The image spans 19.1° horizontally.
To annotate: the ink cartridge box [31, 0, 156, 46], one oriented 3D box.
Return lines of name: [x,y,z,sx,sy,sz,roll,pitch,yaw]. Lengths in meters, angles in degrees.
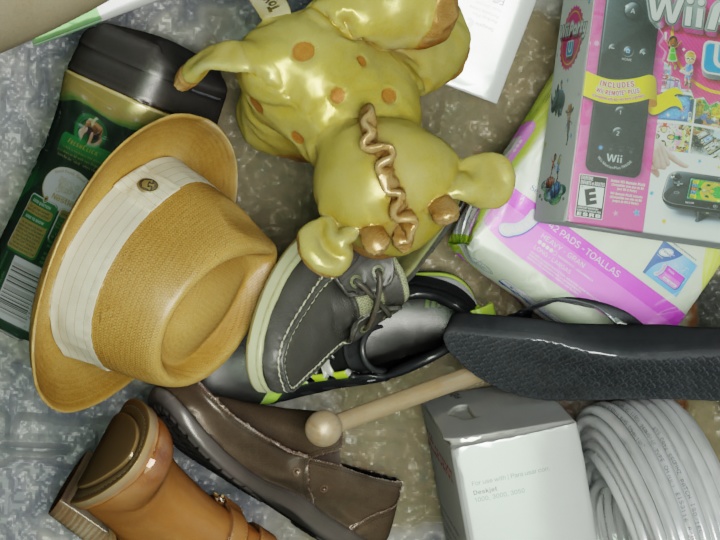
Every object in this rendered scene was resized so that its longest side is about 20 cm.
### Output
ink cartridge box: [-0.131,-0.240,1.301,0.200,0.084,0.145,-21,99,-2]

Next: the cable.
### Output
cable: [0.191,0.175,1.335,0.069,0.200,0.200,-16,94,-8]

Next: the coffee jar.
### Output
coffee jar: [-0.158,-0.050,1.314,0.085,0.104,0.200,25,95,23]

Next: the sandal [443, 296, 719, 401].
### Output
sandal: [0.151,0.047,1.305,0.200,0.076,0.043,5,59,11]

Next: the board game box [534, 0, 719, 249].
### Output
board game box: [0.195,-0.118,1.296,0.147,0.064,0.201,7,88,-11]

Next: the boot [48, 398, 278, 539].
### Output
boot: [-0.100,0.153,1.313,0.155,0.200,0.074,30,70,-8]

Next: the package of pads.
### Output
package of pads: [0.167,-0.055,1.359,0.154,0.068,0.200,36,85,-10]

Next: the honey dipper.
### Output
honey dipper: [0.049,0.073,1.338,0.200,0.038,0.038,-17,101,-36]

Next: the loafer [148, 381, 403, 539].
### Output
loafer: [-0.051,0.114,1.359,0.200,0.073,0.071,38,80,-33]

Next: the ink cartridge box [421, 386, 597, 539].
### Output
ink cartridge box: [0.102,0.181,1.354,0.084,0.145,0.201,-12,99,-4]

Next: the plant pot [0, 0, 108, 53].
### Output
plant pot: [-0.157,-0.224,1.181,0.200,0.187,0.188,-17,100,-16]

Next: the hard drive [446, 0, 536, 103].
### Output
hard drive: [0.061,-0.223,1.353,0.132,0.027,0.200,20,96,-8]

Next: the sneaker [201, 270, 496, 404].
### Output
sneaker: [-0.015,0.040,1.354,0.200,0.083,0.072,-16,99,-3]

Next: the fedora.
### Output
fedora: [-0.110,0.007,1.254,0.082,0.201,0.201,25,96,21]

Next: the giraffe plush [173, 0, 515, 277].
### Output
giraffe plush: [0.007,-0.078,1.242,0.172,0.200,0.162,-35,69,18]

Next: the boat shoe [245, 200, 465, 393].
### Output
boat shoe: [0.000,0.000,1.306,0.066,0.201,0.072,15,138,25]
